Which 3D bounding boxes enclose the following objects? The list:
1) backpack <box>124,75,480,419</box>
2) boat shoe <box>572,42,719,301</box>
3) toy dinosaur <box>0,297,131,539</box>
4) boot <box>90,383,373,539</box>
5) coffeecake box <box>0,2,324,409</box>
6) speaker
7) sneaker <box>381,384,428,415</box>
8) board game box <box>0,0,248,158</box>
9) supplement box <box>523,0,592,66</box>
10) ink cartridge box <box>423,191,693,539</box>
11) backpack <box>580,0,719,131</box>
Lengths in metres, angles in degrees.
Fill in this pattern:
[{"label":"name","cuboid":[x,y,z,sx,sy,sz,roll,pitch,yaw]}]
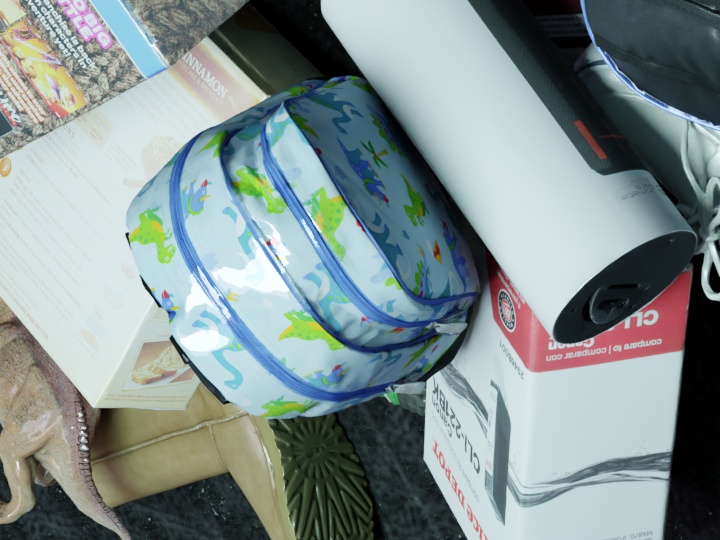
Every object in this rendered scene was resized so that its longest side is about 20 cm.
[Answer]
[{"label":"backpack","cuboid":[-0.025,-0.011,1.288,0.154,0.200,0.164,-29,85,36]},{"label":"boat shoe","cuboid":[0.176,-0.028,1.279,0.202,0.086,0.075,30,152,1]},{"label":"toy dinosaur","cuboid":[-0.187,0.064,1.664,0.136,0.086,0.200,-47,65,30]},{"label":"boot","cuboid":[-0.092,0.117,1.680,0.200,0.066,0.176,-16,91,46]},{"label":"coffeecake box","cuboid":[-0.114,-0.051,1.508,0.154,0.073,0.200,46,117,34]},{"label":"speaker","cuboid":[0.066,-0.065,1.278,0.200,0.081,0.081,56,140,22]},{"label":"sneaker","cuboid":[0.000,0.000,1.466,0.085,0.078,0.200,11,139,13]},{"label":"board game box","cuboid":[-0.166,-0.156,1.377,0.200,0.097,0.160,-21,108,48]},{"label":"supplement box","cuboid":[0.080,-0.197,1.321,0.109,0.061,0.201,2,117,40]},{"label":"ink cartridge box","cuboid":[0.093,0.050,1.402,0.144,0.083,0.201,-120,25,-53]},{"label":"backpack","cuboid":[0.199,-0.139,1.182,0.199,0.147,0.184,17,125,29]}]
